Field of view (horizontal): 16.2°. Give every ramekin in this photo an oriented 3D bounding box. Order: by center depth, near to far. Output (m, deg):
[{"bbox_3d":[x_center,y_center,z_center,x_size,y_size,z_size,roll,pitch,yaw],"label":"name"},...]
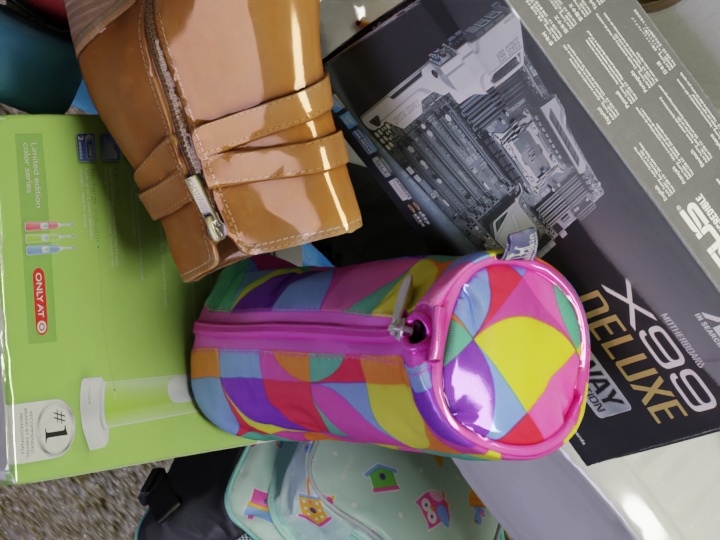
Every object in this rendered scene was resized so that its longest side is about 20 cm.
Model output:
[{"bbox_3d":[0.124,0.087,1.196,0.202,0.094,0.203,47,166,15],"label":"ramekin"}]

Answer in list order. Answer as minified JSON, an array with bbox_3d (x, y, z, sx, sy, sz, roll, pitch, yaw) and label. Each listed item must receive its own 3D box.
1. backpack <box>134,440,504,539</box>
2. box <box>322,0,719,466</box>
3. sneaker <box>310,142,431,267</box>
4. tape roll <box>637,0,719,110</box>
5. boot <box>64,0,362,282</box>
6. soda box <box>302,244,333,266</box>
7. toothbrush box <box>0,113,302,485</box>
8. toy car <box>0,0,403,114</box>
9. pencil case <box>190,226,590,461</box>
[{"bbox_3d":[-0.003,0.142,1.414,0.153,0.176,0.200,-24,120,32],"label":"backpack"},{"bbox_3d":[0.083,-0.027,0.966,0.200,0.050,0.158,53,153,-6],"label":"box"},{"bbox_3d":[0.000,0.000,1.148,0.199,0.100,0.071,14,164,44],"label":"sneaker"},{"bbox_3d":[0.088,-0.146,0.909,0.202,0.037,0.203,31,147,22],"label":"tape roll"},{"bbox_3d":[-0.030,-0.088,0.955,0.200,0.073,0.156,-22,87,49],"label":"boot"},{"bbox_3d":[0.013,-0.034,1.279,0.068,0.064,0.200,40,152,18],"label":"soda box"},{"bbox_3d":[-0.113,0.008,1.080,0.086,0.200,0.147,-2,92,37],"label":"toothbrush box"},{"bbox_3d":[-0.045,-0.131,1.097,0.199,0.185,0.177,26,-172,12],"label":"toy car"},{"bbox_3d":[0.007,0.031,1.008,0.200,0.088,0.089,-5,122,57],"label":"pencil case"}]
